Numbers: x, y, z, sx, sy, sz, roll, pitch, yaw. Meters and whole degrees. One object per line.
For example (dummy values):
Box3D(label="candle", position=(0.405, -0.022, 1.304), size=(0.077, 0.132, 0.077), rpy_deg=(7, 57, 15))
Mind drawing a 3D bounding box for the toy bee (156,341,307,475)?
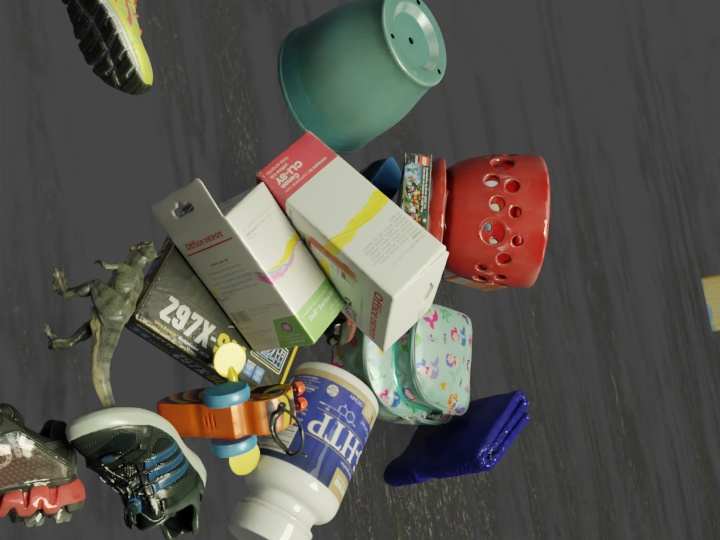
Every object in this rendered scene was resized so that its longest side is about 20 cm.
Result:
Box3D(label="toy bee", position=(-0.110, 0.152, 0.639), size=(0.108, 0.197, 0.133), rpy_deg=(-14, 121, -56))

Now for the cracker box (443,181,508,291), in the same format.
Box3D(label="cracker box", position=(0.206, -0.074, 1.116), size=(0.133, 0.057, 0.204), rpy_deg=(15, 70, -43))

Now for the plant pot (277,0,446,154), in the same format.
Box3D(label="plant pot", position=(0.013, -0.297, 0.885), size=(0.198, 0.186, 0.204), rpy_deg=(15, 68, -42))

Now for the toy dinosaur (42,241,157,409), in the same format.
Box3D(label="toy dinosaur", position=(-0.256, 0.040, 0.596), size=(0.086, 0.048, 0.203), rpy_deg=(3, 55, -3))

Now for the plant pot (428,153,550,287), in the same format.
Box3D(label="plant pot", position=(0.182, -0.080, 0.949), size=(0.179, 0.201, 0.204), rpy_deg=(4, 70, 1))

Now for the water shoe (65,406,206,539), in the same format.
Box3D(label="water shoe", position=(-0.193, 0.192, 0.565), size=(0.201, 0.070, 0.080), rpy_deg=(64, 9, -52))

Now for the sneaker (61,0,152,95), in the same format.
Box3D(label="sneaker", position=(-0.271, -0.294, 0.672), size=(0.090, 0.077, 0.203), rpy_deg=(-36, 105, -47))

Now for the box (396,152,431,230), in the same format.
Box3D(label="box", position=(0.070, -0.060, 0.887), size=(0.037, 0.200, 0.139), rpy_deg=(5, 74, 1))

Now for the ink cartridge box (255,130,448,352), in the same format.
Box3D(label="ink cartridge box", position=(-0.013, -0.027, 0.669), size=(0.199, 0.146, 0.083), rpy_deg=(41, 68, 18))

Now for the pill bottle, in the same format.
Box3D(label="pill bottle", position=(-0.066, 0.221, 0.713), size=(0.120, 0.119, 0.202), rpy_deg=(47, 50, -26))

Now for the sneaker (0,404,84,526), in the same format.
Box3D(label="sneaker", position=(-0.322, 0.158, 0.492), size=(0.198, 0.070, 0.100), rpy_deg=(11, 72, -46))

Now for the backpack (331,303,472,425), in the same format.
Box3D(label="backpack", position=(0.058, 0.121, 0.856), size=(0.198, 0.149, 0.181), rpy_deg=(21, 66, -35))

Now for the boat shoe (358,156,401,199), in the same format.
Box3D(label="boat shoe", position=(-0.005, -0.089, 0.900), size=(0.200, 0.068, 0.085), rpy_deg=(-47, 121, -41))

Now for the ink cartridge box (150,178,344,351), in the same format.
Box3D(label="ink cartridge box", position=(-0.119, -0.014, 0.654), size=(0.067, 0.116, 0.202), rpy_deg=(-48, 114, -39))

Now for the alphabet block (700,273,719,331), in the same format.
Box3D(label="alphabet block", position=(1.311, 0.099, 2.102), size=(0.194, 0.198, 0.199), rpy_deg=(-2, 80, -45))

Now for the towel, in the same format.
Box3D(label="towel", position=(0.136, 0.242, 0.858), size=(0.050, 0.199, 0.147), rpy_deg=(53, 47, -4))

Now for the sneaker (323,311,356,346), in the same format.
Box3D(label="sneaker", position=(0.000, 0.000, 0.800), size=(0.097, 0.070, 0.205), rpy_deg=(15, 77, -35))

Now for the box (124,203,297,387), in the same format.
Box3D(label="box", position=(-0.155, 0.043, 0.721), size=(0.200, 0.049, 0.162), rpy_deg=(42, 54, -30))
